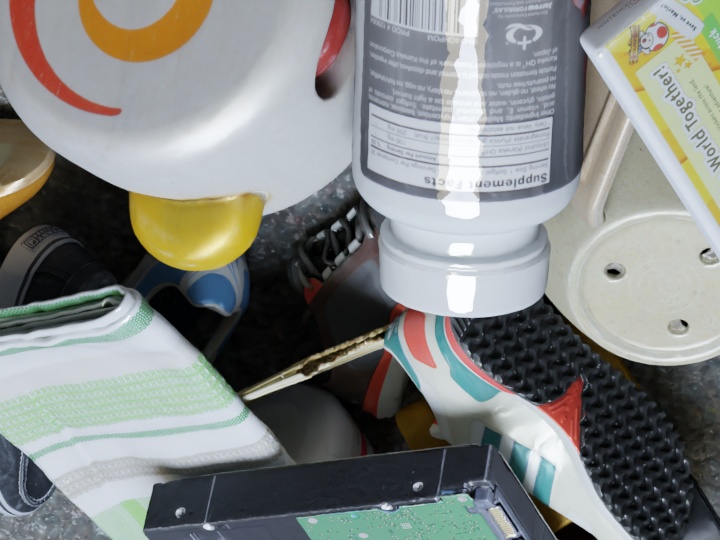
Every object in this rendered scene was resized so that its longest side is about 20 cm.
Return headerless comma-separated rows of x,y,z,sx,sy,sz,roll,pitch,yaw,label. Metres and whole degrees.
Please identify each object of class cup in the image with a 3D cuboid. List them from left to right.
0.159,-0.035,1.501,0.200,0.143,0.200,3,128,4,cup

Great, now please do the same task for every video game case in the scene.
0.215,-0.100,1.359,0.182,0.023,0.200,-39,133,-1,video game case

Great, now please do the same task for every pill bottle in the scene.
-0.014,0.168,1.699,0.112,0.112,0.200,-20,127,21,pill bottle
0.051,-0.084,1.362,0.111,0.111,0.200,3,114,4,pill bottle

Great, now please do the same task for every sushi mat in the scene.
-0.065,0.070,1.589,0.200,0.096,0.012,-25,86,43,sushi mat

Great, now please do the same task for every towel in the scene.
-0.125,0.086,1.543,0.149,0.031,0.200,-10,136,33,towel

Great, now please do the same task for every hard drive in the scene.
0.003,0.152,1.545,0.200,0.038,0.140,-8,139,25,hard drive

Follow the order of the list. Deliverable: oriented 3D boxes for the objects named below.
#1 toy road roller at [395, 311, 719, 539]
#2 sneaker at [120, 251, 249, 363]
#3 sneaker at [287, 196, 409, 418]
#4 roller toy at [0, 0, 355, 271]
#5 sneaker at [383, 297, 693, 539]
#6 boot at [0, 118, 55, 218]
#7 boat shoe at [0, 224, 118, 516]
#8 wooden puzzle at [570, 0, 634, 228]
0.119,0.117,1.644,0.123,0.146,0.200,-32,91,6,toy road roller
-0.127,0.054,1.651,0.072,0.073,0.200,25,128,-15,sneaker
0.000,0.000,1.593,0.082,0.077,0.200,15,128,3,sneaker
-0.075,-0.120,1.421,0.182,0.200,0.140,-39,156,9,roller toy
0.092,0.081,1.542,0.200,0.070,0.093,46,147,-22,sneaker
-0.223,-0.002,1.626,0.201,0.071,0.144,-17,130,25,boot
-0.169,0.069,1.614,0.068,0.072,0.200,33,129,24,boat shoe
0.095,-0.150,1.410,0.037,0.185,0.200,-13,137,-30,wooden puzzle
